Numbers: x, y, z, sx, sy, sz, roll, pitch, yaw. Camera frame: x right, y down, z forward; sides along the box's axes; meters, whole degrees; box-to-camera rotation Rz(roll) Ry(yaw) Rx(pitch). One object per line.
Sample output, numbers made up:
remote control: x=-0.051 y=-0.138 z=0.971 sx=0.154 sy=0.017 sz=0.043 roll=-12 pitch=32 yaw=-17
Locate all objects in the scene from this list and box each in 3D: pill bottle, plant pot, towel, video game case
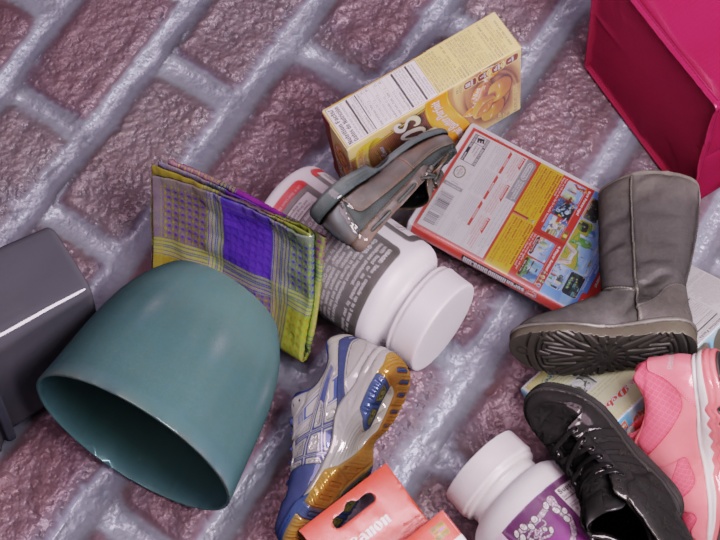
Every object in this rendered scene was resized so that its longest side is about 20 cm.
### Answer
pill bottle: x=0.169 y=0.237 z=1.256 sx=0.112 sy=0.113 sz=0.200 roll=-41 pitch=69 yaw=-12
plant pot: x=-0.165 y=0.090 z=1.314 sx=0.198 sy=0.201 sz=0.162 roll=23 pitch=63 yaw=15
pill bottle: x=0.000 y=0.000 z=1.375 sx=0.199 sy=0.114 sz=0.114 roll=35 pitch=74 yaw=19
towel: x=-0.122 y=-0.009 z=1.373 sx=0.198 sy=0.145 sz=0.023 roll=25 pitch=35 yaw=26
video game case: x=0.161 y=-0.046 z=1.402 sx=0.198 sy=0.018 sz=0.144 roll=28 pitch=59 yaw=10

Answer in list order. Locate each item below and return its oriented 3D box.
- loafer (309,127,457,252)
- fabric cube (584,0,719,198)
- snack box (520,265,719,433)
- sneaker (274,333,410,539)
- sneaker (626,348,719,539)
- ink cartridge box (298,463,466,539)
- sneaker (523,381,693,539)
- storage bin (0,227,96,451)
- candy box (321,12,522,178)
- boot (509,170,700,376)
loafer: x=0.032 y=-0.070 z=1.341 sx=0.063 sy=0.072 sz=0.199 roll=49 pitch=43 yaw=9
fabric cube: x=0.351 y=-0.224 z=1.389 sx=0.198 sy=0.200 sz=0.197 roll=-28 pitch=67 yaw=-8
snack box: x=0.254 y=0.077 z=1.328 sx=0.199 sy=0.037 sz=0.116 roll=-40 pitch=35 yaw=-11
sneaker: x=-0.032 y=0.155 z=1.331 sx=0.088 sy=0.075 sz=0.202 roll=27 pitch=87 yaw=31
sneaker: x=0.274 y=0.156 z=1.261 sx=0.086 sy=0.203 sz=0.074 roll=1 pitch=25 yaw=18
ink cartridge box: x=0.048 y=0.270 z=1.262 sx=0.108 sy=0.050 sz=0.201 roll=-34 pitch=78 yaw=-21
sneaker: x=0.204 y=0.178 z=1.202 sx=0.199 sy=0.104 sz=0.060 roll=42 pitch=117 yaw=9
storage bin: x=-0.320 y=0.049 z=1.354 sx=0.133 sy=0.201 sz=0.146 roll=-29 pitch=66 yaw=-19
candy box: x=0.063 y=-0.158 z=1.436 sx=0.199 sy=0.116 sz=0.056 roll=-31 pitch=66 yaw=-8
boot: x=0.226 y=-0.004 z=1.333 sx=0.179 sy=0.073 sz=0.202 roll=-1 pitch=53 yaw=8
